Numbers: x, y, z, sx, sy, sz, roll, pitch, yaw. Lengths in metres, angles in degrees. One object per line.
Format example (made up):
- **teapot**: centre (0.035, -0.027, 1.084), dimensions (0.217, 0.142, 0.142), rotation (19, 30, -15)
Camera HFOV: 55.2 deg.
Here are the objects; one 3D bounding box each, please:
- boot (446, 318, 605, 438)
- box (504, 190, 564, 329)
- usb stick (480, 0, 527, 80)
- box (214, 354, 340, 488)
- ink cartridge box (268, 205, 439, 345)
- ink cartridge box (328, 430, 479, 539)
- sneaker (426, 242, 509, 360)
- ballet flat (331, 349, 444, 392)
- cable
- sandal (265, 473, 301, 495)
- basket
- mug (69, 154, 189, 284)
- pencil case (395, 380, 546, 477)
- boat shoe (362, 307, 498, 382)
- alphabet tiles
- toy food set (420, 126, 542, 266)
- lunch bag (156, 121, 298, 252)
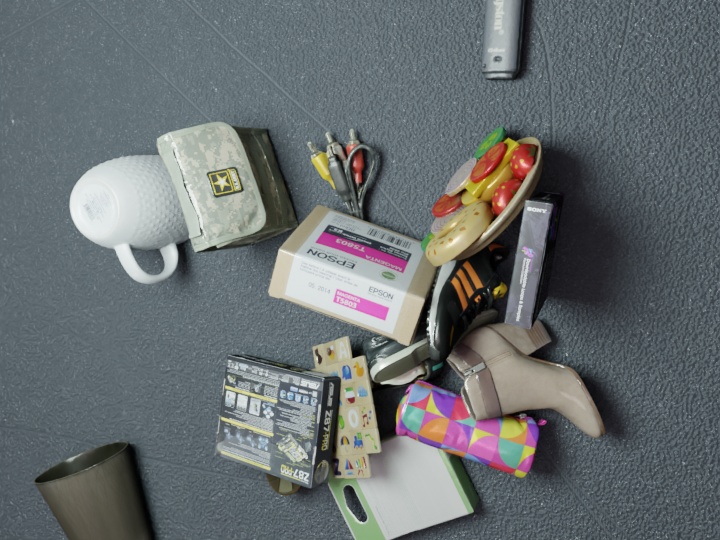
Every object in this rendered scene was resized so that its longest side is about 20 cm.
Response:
- **boot**: centre (0.212, 0.161, 0.916), dimensions (0.146, 0.070, 0.201), rotation (-26, 70, -12)
- **box**: centre (0.217, -0.021, 0.845), dimensions (0.036, 0.200, 0.144), rotation (10, 102, 17)
- **usb stick**: centre (0.188, -0.351, 0.892), dimensions (0.055, 0.033, 0.201), rotation (6, 101, 21)
- **box**: centre (-0.129, 0.223, 1.046), dimensions (0.199, 0.049, 0.162), rotation (6, 88, 34)
- **ink cartridge box**: centre (0.000, 0.000, 0.929), dimensions (0.199, 0.165, 0.075), rotation (20, 118, 5)
- **ink cartridge box**: centre (0.058, 0.323, 1.044), dimensions (0.199, 0.048, 0.146), rotation (-27, 89, 23)
- **sneaker**: centre (0.144, 0.032, 0.899), dimensions (0.090, 0.201, 0.070), rotation (9, 142, 15)
- **ballet flat**: centre (0.024, 0.149, 1.016), dimensions (0.199, 0.068, 0.068), rotation (-16, 94, 22)
- **cable**: centre (-0.007, -0.108, 1.012), dimensions (0.097, 0.050, 0.201), rotation (-14, 106, 14)
- **sandal**: centre (-0.119, 0.253, 1.099), dimensions (0.081, 0.054, 0.201), rotation (-19, 77, 29)
- **basket**: centre (-0.454, 0.426, 1.210), dimensions (0.179, 0.136, 0.201), rotation (-18, 96, 16)
- **mug**: centre (-0.340, -0.077, 1.058), dimensions (0.147, 0.175, 0.201), rotation (-16, 93, 22)
- **pencil case**: centre (0.148, 0.216, 0.953), dimensions (0.199, 0.088, 0.089), rotation (17, 105, 3)
- **boat shoe**: centre (0.093, 0.083, 0.957), dimensions (0.199, 0.075, 0.066), rotation (-27, 59, -6)
- **alphabet tiles**: centre (-0.029, 0.204, 1.017), dimensions (0.166, 0.006, 0.201), rotation (-25, 72, 53)
- **toy food set**: centre (0.149, -0.093, 0.870), dimensions (0.049, 0.198, 0.200), rotation (37, 102, -14)
- **lunch bag**: centre (-0.192, -0.117, 0.984), dimensions (0.117, 0.200, 0.165), rotation (-19, 91, 22)
